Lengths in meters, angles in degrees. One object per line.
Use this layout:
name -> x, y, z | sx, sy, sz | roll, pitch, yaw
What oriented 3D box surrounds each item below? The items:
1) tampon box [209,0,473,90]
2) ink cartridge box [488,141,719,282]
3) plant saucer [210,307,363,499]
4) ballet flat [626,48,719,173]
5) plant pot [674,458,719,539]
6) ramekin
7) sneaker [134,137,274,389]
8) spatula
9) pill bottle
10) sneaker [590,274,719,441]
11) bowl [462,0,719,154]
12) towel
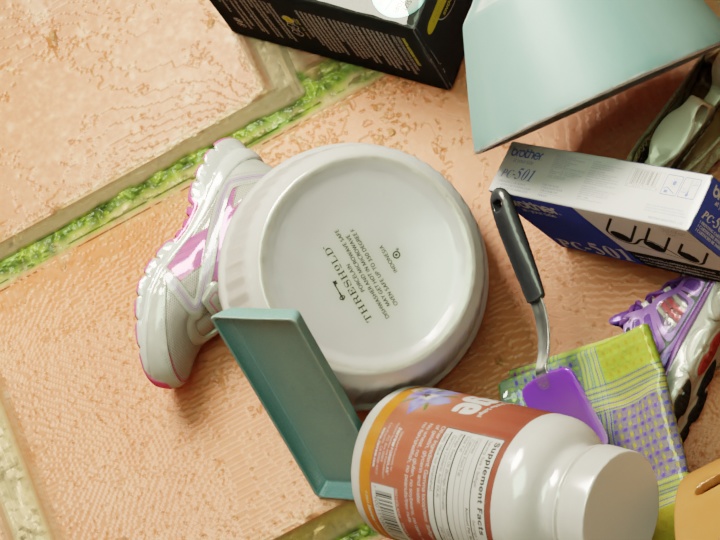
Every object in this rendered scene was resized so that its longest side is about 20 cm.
tampon box -> -0.007, -0.251, 1.601 | 0.199, 0.126, 0.151 | 17, 78, 19
ink cartridge box -> 0.190, -0.040, 1.448 | 0.200, 0.094, 0.044 | 16, 76, 51
plant saucer -> -0.036, 0.095, 1.466 | 0.070, 0.200, 0.019 | 1, 48, 30
ballet flat -> 0.261, -0.125, 1.521 | 0.067, 0.062, 0.200 | 33, 83, 22
plant pot -> 0.291, 0.186, 1.350 | 0.139, 0.200, 0.201 | -14, 69, 23
ramekin -> 0.000, 0.000, 1.499 | 0.201, 0.094, 0.204 | 1, 83, -7
sneaker -> -0.103, 0.000, 1.572 | 0.088, 0.081, 0.201 | 19, 79, 22
spatula -> 0.124, 0.036, 1.457 | 0.056, 0.020, 0.201 | -30, 69, 46
pill bottle -> 0.099, 0.147, 1.416 | 0.199, 0.112, 0.113 | 9, 74, 43
sneaker -> 0.225, 0.030, 1.475 | 0.083, 0.081, 0.201 | 27, 82, 27
bowl -> 0.151, -0.169, 1.465 | 0.200, 0.201, 0.105 | -24, 90, 7
towel -> 0.166, 0.149, 1.445 | 0.143, 0.023, 0.201 | -21, 69, 39
